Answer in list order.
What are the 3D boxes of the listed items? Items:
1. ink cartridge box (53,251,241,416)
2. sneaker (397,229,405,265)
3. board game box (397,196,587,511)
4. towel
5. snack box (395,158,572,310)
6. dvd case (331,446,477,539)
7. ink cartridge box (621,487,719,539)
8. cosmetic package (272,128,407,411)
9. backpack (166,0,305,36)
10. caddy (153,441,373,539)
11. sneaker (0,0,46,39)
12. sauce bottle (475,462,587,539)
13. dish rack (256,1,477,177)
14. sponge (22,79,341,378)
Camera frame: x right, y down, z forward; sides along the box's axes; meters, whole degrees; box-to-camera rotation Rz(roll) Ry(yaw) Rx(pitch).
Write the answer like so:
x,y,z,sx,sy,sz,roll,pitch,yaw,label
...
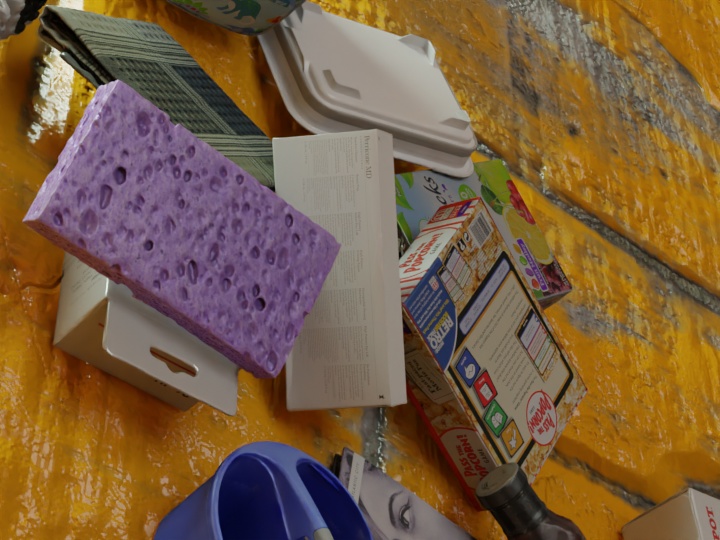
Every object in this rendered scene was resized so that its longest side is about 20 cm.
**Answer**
x,y,z,sx,sy,sz,roll,pitch,yaw,label
-0.144,0.014,1.212,0.116,0.067,0.201,31,40,-31,ink cartridge box
0.000,0.000,1.387,0.070,0.075,0.201,17,48,-41,sneaker
0.095,0.066,1.399,0.200,0.046,0.152,60,43,-20,board game box
-0.139,-0.119,1.301,0.193,0.035,0.200,46,15,11,towel
0.087,-0.018,1.525,0.200,0.053,0.143,-12,69,-52,snack box
0.049,0.238,1.292,0.200,0.016,0.149,37,38,-23,dvd case
0.329,0.290,1.515,0.200,0.084,0.145,24,44,-37,ink cartridge box
-0.014,0.001,1.290,0.051,0.082,0.201,4,84,-71,cosmetic package
-0.091,-0.298,1.423,0.183,0.200,0.147,23,45,-33,backpack
-0.047,0.209,1.124,0.141,0.105,0.201,10,53,-44,caddy
-0.286,-0.184,1.225,0.081,0.075,0.200,35,34,-3,sneaker
0.158,0.238,1.358,0.200,0.066,0.066,53,34,-13,sauce bottle
0.011,-0.167,1.529,0.199,0.044,0.172,12,40,-34,dish rack
-0.112,-0.025,1.158,0.200,0.030,0.112,36,65,-25,sponge
